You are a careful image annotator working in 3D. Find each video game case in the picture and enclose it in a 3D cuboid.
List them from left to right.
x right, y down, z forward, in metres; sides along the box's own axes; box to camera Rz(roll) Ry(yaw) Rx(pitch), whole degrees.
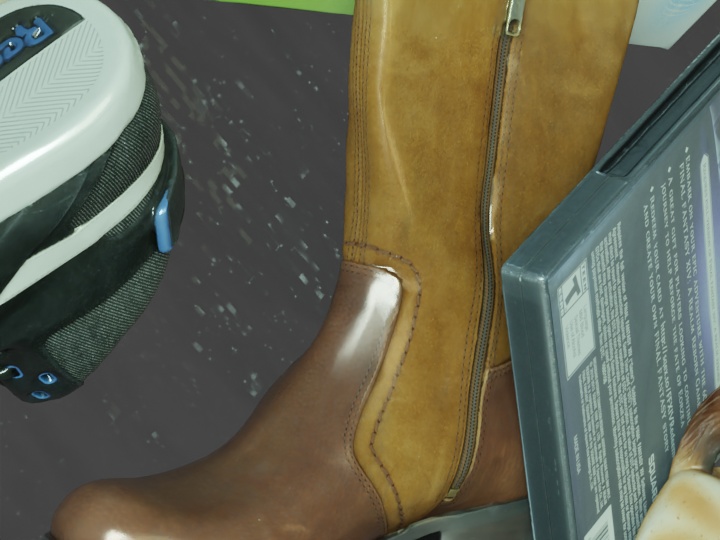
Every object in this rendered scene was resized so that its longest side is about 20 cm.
[{"bbox_3d":[0.110,0.003,0.822,0.200,0.019,0.143,-46,139,-39],"label":"video game case"}]

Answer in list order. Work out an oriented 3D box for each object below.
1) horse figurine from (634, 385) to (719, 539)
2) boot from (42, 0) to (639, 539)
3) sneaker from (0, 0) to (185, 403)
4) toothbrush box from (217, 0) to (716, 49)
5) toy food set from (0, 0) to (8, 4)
[{"bbox_3d":[0.124,0.116,0.784,0.050,0.132,0.201,10,80,-51],"label":"horse figurine"},{"bbox_3d":[0.000,0.000,0.737,0.187,0.068,0.201,1,105,-34],"label":"boot"},{"bbox_3d":[-0.132,0.017,0.690,0.199,0.073,0.112,-31,145,-6],"label":"sneaker"},{"bbox_3d":[0.047,-0.149,0.770,0.199,0.146,0.086,2,59,-34],"label":"toothbrush box"},{"bbox_3d":[-0.157,-0.148,0.697,0.143,0.060,0.201,25,65,-40],"label":"toy food set"}]
